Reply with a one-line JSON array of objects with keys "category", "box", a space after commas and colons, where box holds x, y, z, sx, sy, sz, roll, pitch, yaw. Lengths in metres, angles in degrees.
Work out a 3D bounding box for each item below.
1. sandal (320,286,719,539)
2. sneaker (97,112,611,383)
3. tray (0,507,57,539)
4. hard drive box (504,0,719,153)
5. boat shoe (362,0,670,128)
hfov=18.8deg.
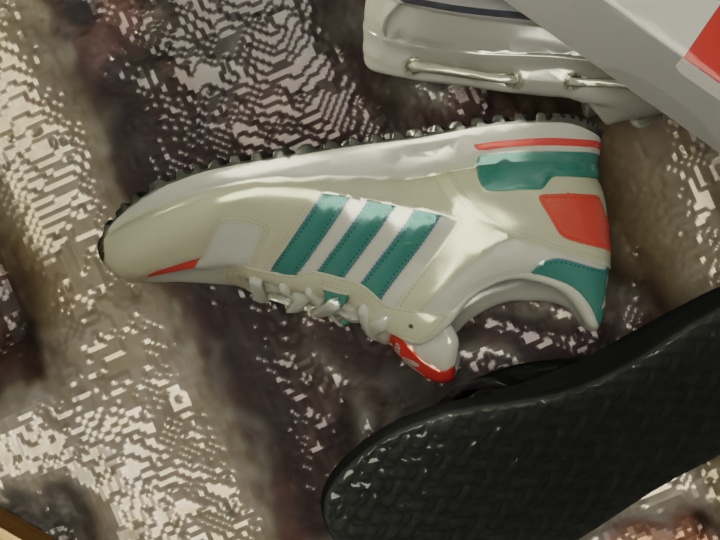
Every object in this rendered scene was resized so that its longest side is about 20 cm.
[{"category": "sandal", "box": [0.078, 0.063, 0.836, 0.200, 0.048, 0.076, -21, 113, -10]}, {"category": "sneaker", "box": [0.001, 0.000, 0.828, 0.199, 0.070, 0.094, -9, 84, 2]}, {"category": "tray", "box": [-0.160, 0.143, 0.860, 0.200, 0.037, 0.099, 30, 93, 4]}, {"category": "hard drive box", "box": [0.160, -0.144, 0.755, 0.156, 0.077, 0.200, 34, 83, 2]}, {"category": "boat shoe", "box": [0.099, -0.087, 0.825, 0.199, 0.072, 0.066, 6, 122, -9]}]
